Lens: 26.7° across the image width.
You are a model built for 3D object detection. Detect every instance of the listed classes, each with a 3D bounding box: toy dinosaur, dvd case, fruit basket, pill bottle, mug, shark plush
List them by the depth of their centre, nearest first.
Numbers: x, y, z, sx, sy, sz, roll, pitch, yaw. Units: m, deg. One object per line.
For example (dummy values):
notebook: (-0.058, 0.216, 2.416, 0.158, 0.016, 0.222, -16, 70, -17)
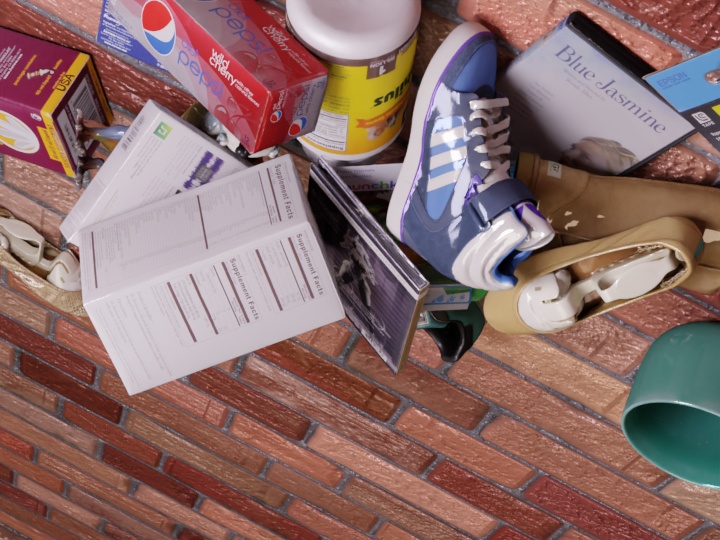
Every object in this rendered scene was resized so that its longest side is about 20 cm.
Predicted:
dvd case: (0.177, -0.128, 1.269, 0.142, 0.018, 0.200, 35, 151, -12)
pill bottle: (-0.010, -0.168, 1.270, 0.108, 0.110, 0.201, 23, 152, 9)
shark plush: (-0.101, -0.143, 1.308, 0.090, 0.200, 0.084, 10, 108, 3)
dvd case: (0.000, 0.000, 1.357, 0.149, 0.016, 0.200, 50, 161, 16)
fruit basket: (0.064, -0.037, 1.382, 0.183, 0.095, 0.200, -2, 156, -3)
mug: (0.348, 0.129, 1.441, 0.185, 0.115, 0.152, 37, 150, -19)
toy dinosaur: (-0.184, -0.118, 1.462, 0.179, 0.201, 0.106, 2, 123, -8)

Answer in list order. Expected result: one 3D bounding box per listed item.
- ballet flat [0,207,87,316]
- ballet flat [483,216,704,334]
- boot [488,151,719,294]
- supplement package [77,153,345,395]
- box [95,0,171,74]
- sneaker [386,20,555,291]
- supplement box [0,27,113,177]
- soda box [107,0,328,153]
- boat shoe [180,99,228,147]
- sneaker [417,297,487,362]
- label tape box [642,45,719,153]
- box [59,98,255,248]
ballet flat: (-0.404, -0.012, 1.921, 0.199, 0.071, 0.065, 33, 137, -16)
ballet flat: (0.187, 0.010, 1.251, 0.199, 0.063, 0.069, -25, 109, 22)
boot: (0.216, -0.010, 1.304, 0.198, 0.066, 0.176, 13, 132, 3)
supplement package: (-0.128, 0.003, 1.298, 0.198, 0.114, 0.110, -19, 128, 2)
box: (-0.154, -0.259, 1.285, 0.120, 0.032, 0.201, 24, 132, 6)
sneaker: (0.111, -0.083, 1.227, 0.146, 0.202, 0.080, 29, -159, 31)
supplement box: (-0.372, -0.186, 1.579, 0.198, 0.086, 0.111, 18, 151, 17)
soda box: (-0.115, -0.183, 1.205, 0.200, 0.070, 0.064, 44, 136, 25)
boat shoe: (-0.135, -0.144, 1.488, 0.073, 0.063, 0.200, 50, 140, -12)
sneaker: (0.065, 0.014, 1.531, 0.071, 0.080, 0.200, -3, 139, 44)
label tape box: (0.328, -0.118, 1.105, 0.200, 0.064, 0.144, 40, 150, -22)
box: (-0.153, -0.046, 1.377, 0.199, 0.145, 0.036, 33, -171, -36)
